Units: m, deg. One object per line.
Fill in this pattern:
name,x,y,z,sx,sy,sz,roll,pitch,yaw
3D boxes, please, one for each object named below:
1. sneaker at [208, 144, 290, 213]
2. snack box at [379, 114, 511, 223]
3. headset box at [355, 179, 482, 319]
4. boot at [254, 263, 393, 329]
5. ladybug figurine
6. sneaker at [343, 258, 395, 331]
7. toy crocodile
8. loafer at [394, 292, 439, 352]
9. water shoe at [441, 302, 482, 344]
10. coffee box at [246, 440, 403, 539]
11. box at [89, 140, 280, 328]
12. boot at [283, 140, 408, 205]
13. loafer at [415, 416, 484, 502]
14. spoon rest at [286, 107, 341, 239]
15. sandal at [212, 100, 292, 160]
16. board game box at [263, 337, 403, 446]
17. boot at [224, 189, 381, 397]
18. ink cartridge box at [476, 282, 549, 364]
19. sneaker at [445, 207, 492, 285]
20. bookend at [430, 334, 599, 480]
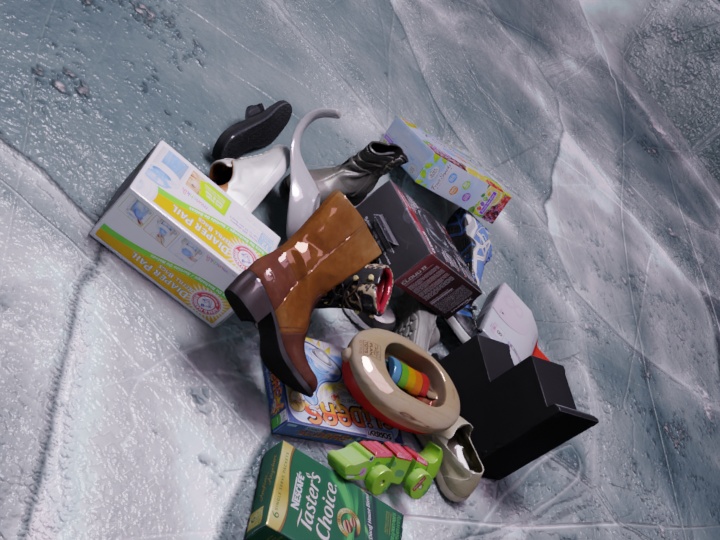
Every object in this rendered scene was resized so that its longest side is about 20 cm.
sneaker,-0.162,-0.144,1.377,0.085,0.073,0.200,45,36,-12
snack box,0.151,-0.182,1.728,0.199,0.068,0.169,26,18,-34
headset box,0.083,-0.032,1.426,0.200,0.077,0.150,31,26,-53
boot,-0.048,0.031,1.266,0.200,0.149,0.074,-37,129,-70
ladybug figurine,0.047,0.154,1.286,0.199,0.072,0.137,33,37,-26
sneaker,0.000,0.000,1.429,0.073,0.080,0.201,-13,71,-54
toy crocodile,0.036,0.248,1.235,0.199,0.062,0.067,17,11,-44
loafer,0.090,0.093,1.442,0.070,0.070,0.201,38,29,-15
water shoe,0.159,0.047,1.548,0.201,0.079,0.072,55,1,6
coffee box,-0.037,0.303,1.141,0.199,0.044,0.124,37,37,-20
box,-0.215,-0.043,1.201,0.200,0.101,0.113,39,37,-18
boot,-0.021,-0.160,1.502,0.199,0.130,0.068,-9,66,-51
loafer,0.121,0.225,1.370,0.075,0.068,0.201,-5,63,-50
spoon rest,-0.081,-0.141,1.400,0.060,0.202,0.099,15,0,6
sandal,-0.166,-0.221,1.449,0.048,0.076,0.200,36,33,10
board game box,-0.037,0.163,1.276,0.199,0.034,0.136,18,46,-38
boot,-0.051,0.032,1.188,0.200,0.068,0.189,-42,111,-26
ink cartridge box,0.281,0.138,1.652,0.200,0.057,0.163,43,35,-5
sneaker,0.198,-0.028,1.680,0.077,0.076,0.201,29,42,-22
bookend,0.220,0.172,1.417,0.092,0.198,0.202,19,44,-37
